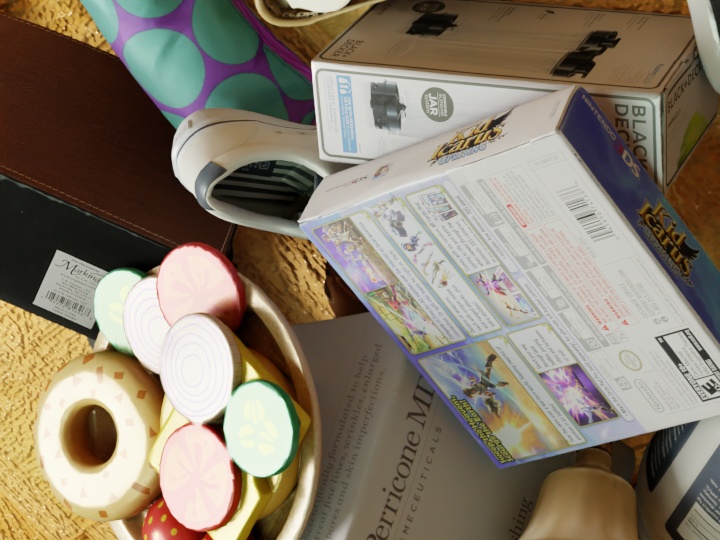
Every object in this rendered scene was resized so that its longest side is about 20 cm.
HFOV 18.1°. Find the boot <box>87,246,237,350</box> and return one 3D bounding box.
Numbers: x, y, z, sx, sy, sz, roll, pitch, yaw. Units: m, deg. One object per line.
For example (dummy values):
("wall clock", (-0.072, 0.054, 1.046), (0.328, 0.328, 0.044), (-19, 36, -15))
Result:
("boot", (-0.080, 0.029, 1.455), (0.199, 0.078, 0.139), (23, 128, 8))

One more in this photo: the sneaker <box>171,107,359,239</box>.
("sneaker", (-0.009, -0.044, 1.285), (0.198, 0.071, 0.073), (2, 125, -18))

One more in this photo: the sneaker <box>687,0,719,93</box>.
("sneaker", (0.212, -0.182, 1.141), (0.111, 0.073, 0.201), (-5, 131, 26))

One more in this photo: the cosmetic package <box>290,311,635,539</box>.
("cosmetic package", (0.029, 0.145, 1.367), (0.200, 0.166, 0.164), (33, 153, -32))

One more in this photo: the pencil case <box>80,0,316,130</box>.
("pencil case", (-0.102, -0.152, 1.308), (0.092, 0.085, 0.200), (-31, 111, 11))

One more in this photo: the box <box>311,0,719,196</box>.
("box", (0.086, -0.099, 1.229), (0.199, 0.117, 0.061), (6, 119, 21))

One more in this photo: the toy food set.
("toy food set", (-0.099, 0.087, 1.280), (0.200, 0.048, 0.199), (45, 120, 32))

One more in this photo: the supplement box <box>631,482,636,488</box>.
("supplement box", (0.188, 0.256, 1.476), (0.131, 0.103, 0.200), (-29, 109, 41))

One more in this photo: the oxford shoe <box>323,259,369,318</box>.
("oxford shoe", (0.000, 0.000, 1.392), (0.071, 0.071, 0.201), (-7, 123, 37))

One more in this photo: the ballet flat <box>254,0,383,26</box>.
("ballet flat", (0.026, -0.174, 1.241), (0.199, 0.063, 0.069), (-15, 118, 35))

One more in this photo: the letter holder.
("letter holder", (-0.174, -0.055, 1.371), (0.199, 0.143, 0.101), (24, 133, -7))

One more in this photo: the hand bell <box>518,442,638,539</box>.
("hand bell", (0.137, 0.098, 1.315), (0.103, 0.201, 0.104), (8, 148, 5))

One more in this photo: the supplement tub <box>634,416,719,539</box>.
("supplement tub", (0.245, 0.109, 1.303), (0.140, 0.141, 0.201), (29, 134, 3))

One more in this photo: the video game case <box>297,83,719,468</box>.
("video game case", (0.095, 0.009, 1.207), (0.181, 0.046, 0.200), (-18, 121, 39))
